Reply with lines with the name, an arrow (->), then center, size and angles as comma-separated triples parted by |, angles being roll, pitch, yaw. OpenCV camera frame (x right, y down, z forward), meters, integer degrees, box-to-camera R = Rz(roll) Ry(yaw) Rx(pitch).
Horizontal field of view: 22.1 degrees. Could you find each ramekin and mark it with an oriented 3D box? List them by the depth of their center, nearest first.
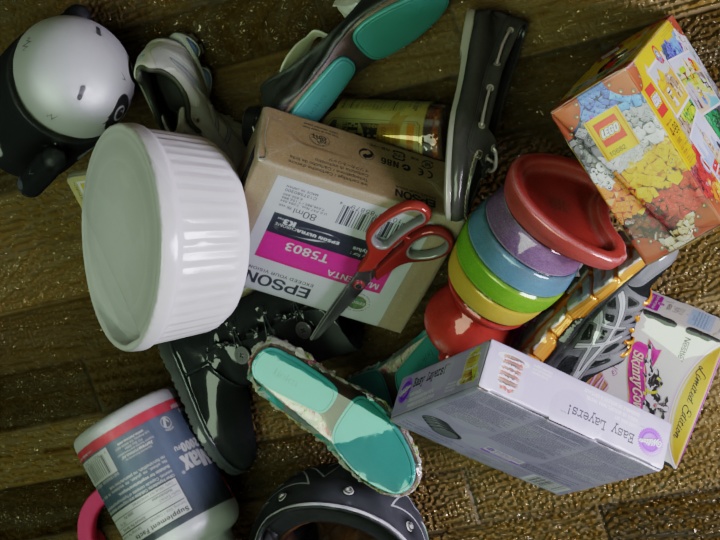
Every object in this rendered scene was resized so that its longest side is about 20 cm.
ramekin -> -0.172, -0.031, 1.634 | 0.202, 0.094, 0.204 | 9, 101, 61

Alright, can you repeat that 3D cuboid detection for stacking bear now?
stacking bear -> 0.127, 0.004, 1.610 | 0.113, 0.122, 0.200 | 20, 129, -20

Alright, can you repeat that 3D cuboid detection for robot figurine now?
robot figurine -> -0.293, -0.160, 1.742 | 0.200, 0.124, 0.151 | -30, 87, 51

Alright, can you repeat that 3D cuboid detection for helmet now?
helmet -> -0.022, 0.284, 1.780 | 0.199, 0.200, 0.192 | 8, 75, 17

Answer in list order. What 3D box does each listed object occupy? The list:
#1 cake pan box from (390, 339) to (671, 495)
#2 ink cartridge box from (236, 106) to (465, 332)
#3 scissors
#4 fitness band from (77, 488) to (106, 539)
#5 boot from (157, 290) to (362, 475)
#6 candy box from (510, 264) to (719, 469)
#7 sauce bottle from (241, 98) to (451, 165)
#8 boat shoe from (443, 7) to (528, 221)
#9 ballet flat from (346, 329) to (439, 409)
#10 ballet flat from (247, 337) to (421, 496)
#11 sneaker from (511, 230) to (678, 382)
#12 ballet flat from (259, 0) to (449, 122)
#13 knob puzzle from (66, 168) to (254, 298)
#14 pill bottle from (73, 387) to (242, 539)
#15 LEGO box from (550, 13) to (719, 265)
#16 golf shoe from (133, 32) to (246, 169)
cake pan box -> 0.151, 0.137, 1.631 | 0.199, 0.053, 0.184 | 25, 160, -15
ink cartridge box -> -0.023, -0.043, 1.668 | 0.199, 0.075, 0.165 | 16, 135, -12
scissors -> 0.000, 0.000, 1.649 | 0.073, 0.014, 0.200 | 33, 130, -31
fitness band -> -0.218, 0.307, 1.948 | 0.143, 0.037, 0.201 | -23, 100, 25
boot -> -0.081, 0.098, 1.813 | 0.199, 0.066, 0.166 | -25, 101, 21
candy box -> 0.224, 0.078, 1.690 | 0.199, 0.061, 0.137 | 21, 114, 11
sauce bottle -> -0.012, -0.126, 1.702 | 0.199, 0.066, 0.067 | 2, 110, 20
boat shoe -> 0.109, -0.137, 1.607 | 0.057, 0.067, 0.201 | 6, 72, 7
ballet flat -> 0.048, 0.110, 1.759 | 0.200, 0.064, 0.076 | -33, 65, 42
ballet flat -> -0.019, 0.132, 1.723 | 0.200, 0.064, 0.076 | 41, 96, 7
sneaker -> 0.214, 0.040, 1.614 | 0.077, 0.078, 0.200 | 37, 117, -9
ballet flat -> -0.014, -0.208, 1.660 | 0.200, 0.068, 0.069 | -39, 58, 2
knob puzzle -> -0.161, -0.031, 1.762 | 0.218, 0.031, 0.221 | 7, 135, 7
pill bottle -> -0.191, 0.230, 1.843 | 0.119, 0.119, 0.201 | -33, 83, 27
LEGO box -> 0.249, -0.113, 1.535 | 0.077, 0.200, 0.149 | -30, 98, 27
golf shoe -> -0.154, -0.124, 1.737 | 0.078, 0.097, 0.201 | -30, 98, 24
